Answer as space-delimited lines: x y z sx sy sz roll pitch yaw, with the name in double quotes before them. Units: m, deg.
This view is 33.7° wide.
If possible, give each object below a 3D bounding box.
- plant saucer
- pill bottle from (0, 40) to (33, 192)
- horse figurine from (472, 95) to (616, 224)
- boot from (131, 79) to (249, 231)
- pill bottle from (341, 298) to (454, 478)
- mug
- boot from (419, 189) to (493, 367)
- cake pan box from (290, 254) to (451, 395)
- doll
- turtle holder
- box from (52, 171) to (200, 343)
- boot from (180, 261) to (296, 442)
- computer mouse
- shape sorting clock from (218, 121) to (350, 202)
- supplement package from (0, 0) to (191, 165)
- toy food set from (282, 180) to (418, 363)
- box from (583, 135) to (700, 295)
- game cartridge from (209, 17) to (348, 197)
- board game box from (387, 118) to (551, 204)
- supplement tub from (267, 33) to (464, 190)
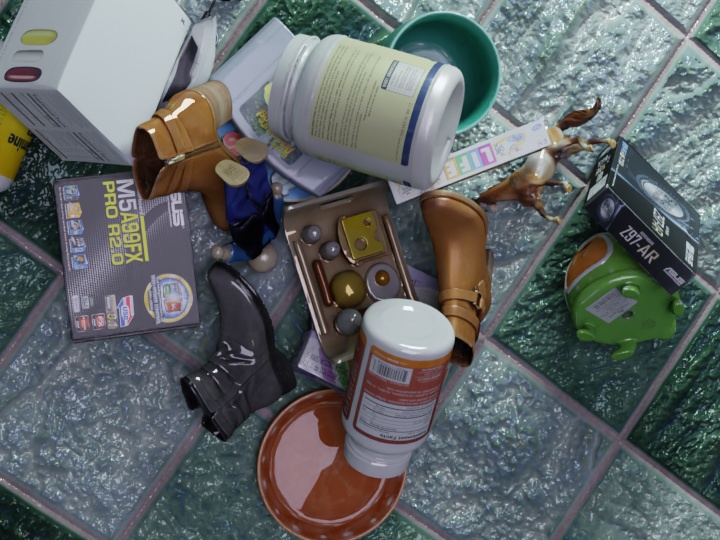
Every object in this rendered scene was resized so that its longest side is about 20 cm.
"plant saucer" -0.038 0.252 1.543 0.198 0.032 0.203 -1 92 -14
"pill bottle" -0.441 -0.164 1.386 0.112 0.112 0.202 24 88 -13
"horse figurine" 0.248 -0.139 1.556 0.050 0.132 0.201 43 75 -36
"boot" -0.204 -0.112 1.409 0.155 0.073 0.202 -44 133 -50
"pill bottle" 0.038 0.144 1.415 0.111 0.113 0.201 5 122 -13
"mug" 0.077 -0.234 1.502 0.184 0.114 0.153 -35 101 -8
"boot" 0.110 0.011 1.446 0.076 0.200 0.156 2 58 20
"cake pan box" 0.027 0.079 1.525 0.199 0.052 0.185 27 75 -12
"doll" -0.134 -0.064 1.440 0.048 0.201 0.137 26 61 22
"turtle holder" 0.356 0.024 1.566 0.184 0.132 0.142 3 136 -14
"box" -0.287 -0.021 1.464 0.159 0.044 0.202 -6 95 -12
"boot" -0.168 0.102 1.459 0.131 0.070 0.201 -34 108 -25
"computer mouse" -0.190 -0.273 1.453 0.044 0.110 0.201 28 95 -7
"shape sorting clock" -0.089 -0.187 1.504 0.198 0.039 0.202 -1 94 -13
"supplement package" -0.303 -0.247 1.349 0.110 0.156 0.202 6 67 27
"toy food set" 0.000 0.000 1.469 0.142 0.060 0.202 -17 88 -19
"box" 0.366 -0.075 1.533 0.160 0.200 0.044 44 119 -5
"game cartridge" -0.085 -0.194 1.467 0.133 0.041 0.200 -44 95 -4
"board game box" 0.133 -0.133 1.483 0.198 0.134 0.035 -21 91 5
"supplement tub" 0.007 -0.187 1.372 0.198 0.145 0.146 18 89 12
